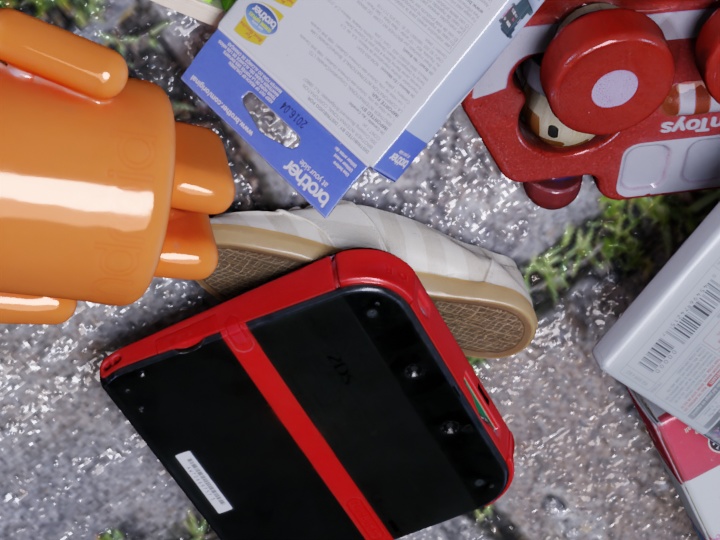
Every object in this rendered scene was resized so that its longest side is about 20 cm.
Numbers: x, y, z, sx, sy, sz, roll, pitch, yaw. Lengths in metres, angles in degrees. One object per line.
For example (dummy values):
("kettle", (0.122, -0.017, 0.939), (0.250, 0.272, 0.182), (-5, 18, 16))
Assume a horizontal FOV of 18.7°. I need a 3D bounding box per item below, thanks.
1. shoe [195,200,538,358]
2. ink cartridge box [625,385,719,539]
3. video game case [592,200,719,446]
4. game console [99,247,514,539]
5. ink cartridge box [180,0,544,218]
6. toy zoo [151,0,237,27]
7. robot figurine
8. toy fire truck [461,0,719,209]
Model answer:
("shoe", (0.000, 0.000, 1.182), (0.198, 0.054, 0.070), (14, 141, -15))
("ink cartridge box", (0.256, 0.112, 1.273), (0.145, 0.083, 0.201), (-28, 118, 0))
("video game case", (0.249, 0.014, 1.156), (0.181, 0.023, 0.200), (32, 106, -28))
("game console", (-0.022, 0.083, 1.194), (0.175, 0.031, 0.201), (-21, 130, 15))
("ink cartridge box", (0.015, -0.134, 1.073), (0.200, 0.119, 0.042), (-50, 157, 5))
("toy zoo", (-0.079, -0.229, 1.064), (0.130, 0.020, 0.201), (20, 109, -21))
("robot figurine", (-0.164, -0.047, 1.079), (0.198, 0.118, 0.144), (7, 158, -16))
("toy fire truck", (0.146, -0.098, 1.142), (0.198, 0.113, 0.169), (-8, 137, -11))
